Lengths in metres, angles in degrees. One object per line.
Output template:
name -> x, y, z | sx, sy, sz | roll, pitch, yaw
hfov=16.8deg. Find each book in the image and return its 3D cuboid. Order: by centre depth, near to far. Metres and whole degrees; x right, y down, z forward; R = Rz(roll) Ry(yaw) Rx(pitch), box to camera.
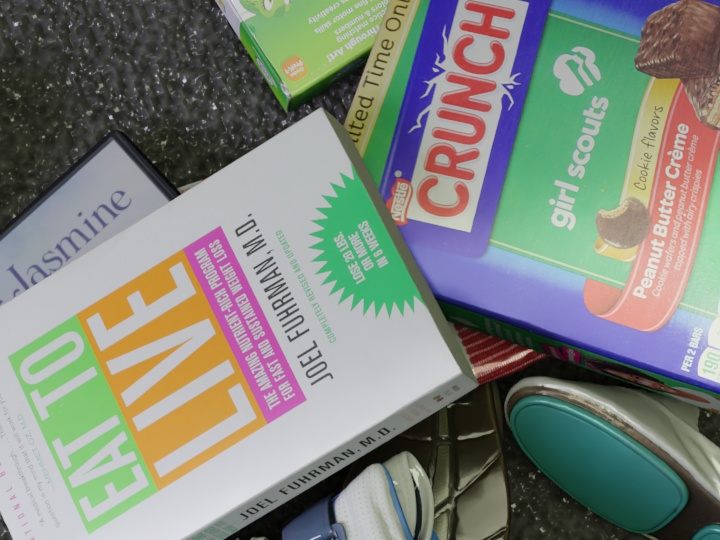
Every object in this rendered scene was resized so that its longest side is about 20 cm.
book -> -0.065, 0.042, 1.016 | 0.199, 0.048, 0.134 | -32, 65, 9

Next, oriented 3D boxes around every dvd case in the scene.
dvd case -> -0.105, 0.043, 1.074 | 0.143, 0.018, 0.200 | -43, 57, -3

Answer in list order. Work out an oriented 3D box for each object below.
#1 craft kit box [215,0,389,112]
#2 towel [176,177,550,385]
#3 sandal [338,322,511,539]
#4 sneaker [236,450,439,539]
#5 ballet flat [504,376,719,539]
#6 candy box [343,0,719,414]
craft kit box -> -0.004, -0.211, 1.156 | 0.199, 0.049, 0.198 | -32, 84, -8
towel -> 0.000, 0.000, 1.114 | 0.199, 0.023, 0.145 | -21, 68, -4
sandal -> 0.026, 0.080, 1.120 | 0.081, 0.055, 0.201 | -4, 68, 2
sneaker -> -0.032, 0.131, 1.056 | 0.200, 0.081, 0.147 | 34, 85, 39
ballet flat -> 0.156, 0.099, 1.125 | 0.200, 0.069, 0.070 | 34, 81, -4
candy box -> 0.095, -0.049, 1.067 | 0.199, 0.077, 0.170 | 18, 81, 11
